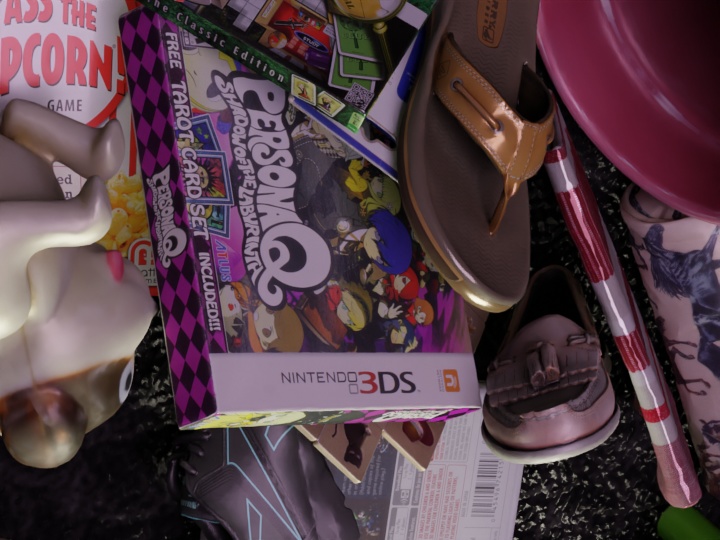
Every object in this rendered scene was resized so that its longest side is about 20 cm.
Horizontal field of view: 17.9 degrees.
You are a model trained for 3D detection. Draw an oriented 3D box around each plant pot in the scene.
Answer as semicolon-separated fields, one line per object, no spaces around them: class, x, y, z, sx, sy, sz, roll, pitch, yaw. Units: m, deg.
plant pot;0.216;-0.151;1.188;0.179;0.200;0.201;-37;114;-28

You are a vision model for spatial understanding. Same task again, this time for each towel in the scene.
towel;0.130;0.012;1.199;0.023;0.144;0.201;-21;104;7

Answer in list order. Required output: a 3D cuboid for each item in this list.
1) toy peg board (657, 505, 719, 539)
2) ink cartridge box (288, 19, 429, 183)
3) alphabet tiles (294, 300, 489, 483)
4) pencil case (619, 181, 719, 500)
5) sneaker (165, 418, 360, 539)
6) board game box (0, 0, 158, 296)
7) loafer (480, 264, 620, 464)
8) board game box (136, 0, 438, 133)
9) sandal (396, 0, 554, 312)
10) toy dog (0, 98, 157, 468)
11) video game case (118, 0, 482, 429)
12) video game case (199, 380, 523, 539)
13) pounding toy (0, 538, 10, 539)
toy peg board;0.183;0.245;1.316;0.200;0.098;0.199;-41;136;-9
ink cartridge box;0.021;-0.133;1.136;0.099;0.039;0.201;37;58;-26
alphabet tiles;0.000;0.000;1.161;0.166;0.006;0.201;44;49;-24
pencil case;0.207;0.033;1.279;0.077;0.089;0.201;-10;111;25
sneaker;-0.061;0.080;1.149;0.079;0.075;0.201;-18;92;-19
board game box;-0.164;-0.087;1.111;0.151;0.046;0.201;-3;103;-22
loafer;0.095;0.046;1.181;0.071;0.200;0.063;-11;100;9
board game box;-0.062;-0.156;1.071;0.199;0.023;0.105;30;58;0
sandal;0.065;-0.081;1.098;0.080;0.054;0.201;21;67;-35
toy dog;-0.182;0.001;1.026;0.200;0.140;0.194;40;100;-24
video game case;-0.027;-0.025;1.113;0.181;0.036;0.201;3;73;-45
video game case;-0.002;0.156;1.251;0.181;0.023;0.201;3;102;-24
pounding toy;-0.180;0.242;1.129;0.199;0.142;0.185;14;96;-25
